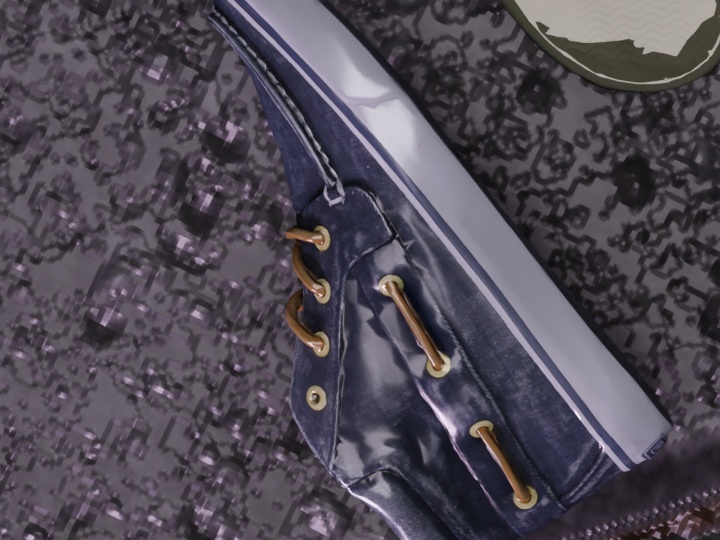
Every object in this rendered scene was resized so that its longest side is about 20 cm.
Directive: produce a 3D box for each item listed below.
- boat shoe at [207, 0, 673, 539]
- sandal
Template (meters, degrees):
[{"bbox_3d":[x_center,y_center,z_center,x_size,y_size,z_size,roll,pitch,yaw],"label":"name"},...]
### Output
[{"bbox_3d":[0.000,0.000,0.818,0.091,0.071,0.200,-38,95,5],"label":"boat shoe"},{"bbox_3d":[0.061,-0.141,0.788,0.079,0.057,0.202,-13,115,6],"label":"sandal"}]
